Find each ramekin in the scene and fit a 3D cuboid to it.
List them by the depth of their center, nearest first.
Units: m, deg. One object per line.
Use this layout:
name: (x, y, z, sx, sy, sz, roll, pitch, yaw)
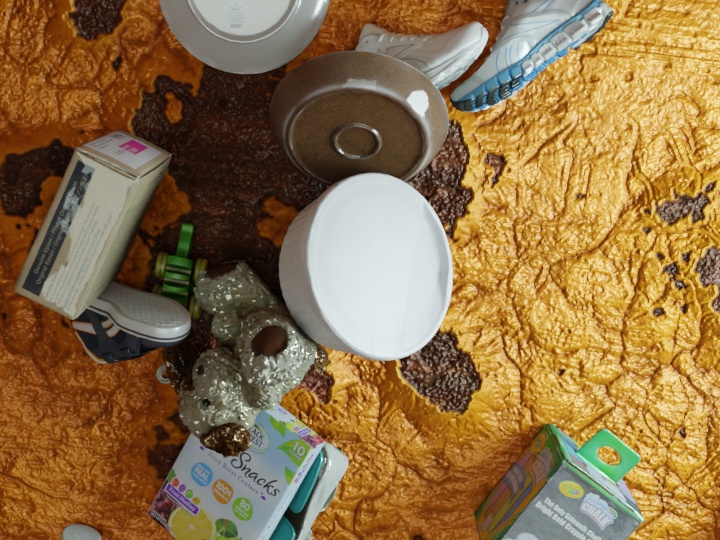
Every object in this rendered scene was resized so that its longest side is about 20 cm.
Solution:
ramekin: (0.000, 0.000, 1.124, 0.200, 0.094, 0.206, 6, 80, -35)

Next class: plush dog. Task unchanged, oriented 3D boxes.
plush dog: (-0.135, 0.115, 1.145, 0.172, 0.200, 0.161, -42, 135, 0)

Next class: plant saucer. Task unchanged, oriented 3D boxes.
plant saucer: (-0.003, -0.149, 1.100, 0.197, 0.035, 0.202, 2, 142, 1)

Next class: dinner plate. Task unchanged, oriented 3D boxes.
dinner plate: (-0.131, -0.322, 1.132, 0.196, 0.024, 0.204, 0, 103, 2)

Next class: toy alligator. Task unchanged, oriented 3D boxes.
toy alligator: (-0.220, 0.047, 1.197, 0.058, 0.054, 0.203, 11, 102, -1)

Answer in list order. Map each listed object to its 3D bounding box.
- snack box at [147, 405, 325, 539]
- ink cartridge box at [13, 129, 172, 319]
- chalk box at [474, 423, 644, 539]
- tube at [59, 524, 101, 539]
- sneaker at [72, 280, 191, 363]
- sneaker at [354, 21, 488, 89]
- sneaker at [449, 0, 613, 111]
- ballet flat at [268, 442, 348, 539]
snack box: (-0.151, 0.249, 1.219, 0.141, 0.053, 0.202, 34, 102, 15)
ink cartridge box: (-0.283, -0.057, 1.101, 0.074, 0.200, 0.167, 25, 101, -6)
chalk box: (0.244, 0.274, 1.206, 0.124, 0.124, 0.201, 37, 99, -6)
tube: (-0.378, 0.419, 1.288, 0.058, 0.052, 0.203, 30, 109, 37)
sneaker: (-0.259, 0.068, 1.156, 0.078, 0.198, 0.081, -13, 112, -42)
sneaker: (0.041, -0.232, 1.108, 0.198, 0.078, 0.101, -25, 91, 22)
sneaker: (0.175, -0.255, 1.126, 0.199, 0.075, 0.087, -35, 82, 7)
ballet flat: (-0.073, 0.301, 1.248, 0.069, 0.069, 0.202, 28, 101, -5)
